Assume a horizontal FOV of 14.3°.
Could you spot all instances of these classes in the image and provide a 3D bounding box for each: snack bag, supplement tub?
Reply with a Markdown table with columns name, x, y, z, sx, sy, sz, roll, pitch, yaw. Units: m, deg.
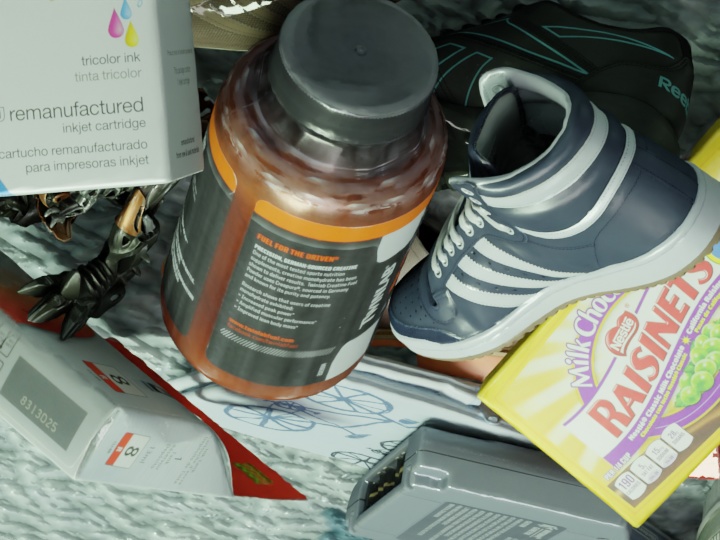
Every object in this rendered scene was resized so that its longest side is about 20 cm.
| name | x | y | z | sx | sy | sz | roll | pitch | yaw |
| --- | --- | --- | --- | --- | --- | --- | --- | --- | --- |
| snack bag | 0.018 | 0.080 | 1.519 | 0.200 | 0.021 | 0.189 | 18 | 163 | -22 |
| supplement tub | -0.023 | -0.035 | 1.293 | 0.107 | 0.107 | 0.200 | 11 | 143 | -9 |

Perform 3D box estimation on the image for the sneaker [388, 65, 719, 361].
| name | x | y | z | sx | sy | sz | roll | pitch | yaw |
| --- | --- | --- | --- | --- | --- | --- | --- | --- | --- |
| sneaker | 0.058 | -0.026 | 1.284 | 0.108 | 0.070 | 0.200 | 34 | 145 | -29 |

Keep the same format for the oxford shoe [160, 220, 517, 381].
| name | x | y | z | sx | sy | sz | roll | pitch | yaw |
| --- | --- | --- | --- | --- | --- | --- | --- | --- | --- |
| oxford shoe | 0.000 | 0.000 | 1.461 | 0.200 | 0.071 | 0.073 | 10 | 112 | -4 |

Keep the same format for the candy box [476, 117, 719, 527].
| name | x | y | z | sx | sy | sz | roll | pitch | yaw |
| --- | --- | --- | --- | --- | --- | --- | --- | --- | --- |
| candy box | 0.153 | 0.019 | 1.328 | 0.102 | 0.026 | 0.200 | 40 | 115 | 0 |

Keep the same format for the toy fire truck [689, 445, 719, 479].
| name | x | y | z | sx | sy | sz | roll | pitch | yaw |
| --- | --- | --- | --- | --- | --- | --- | --- | --- | --- |
| toy fire truck | 0.138 | 0.018 | 1.429 | 0.049 | 0.141 | 0.200 | 2 | 104 | 29 |

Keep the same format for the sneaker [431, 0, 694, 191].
| name | x | y | z | sx | sy | sz | roll | pitch | yaw |
| --- | --- | --- | --- | --- | --- | --- | --- | --- | --- |
| sneaker | 0.063 | -0.082 | 1.343 | 0.200 | 0.079 | 0.075 | 8 | 149 | 24 |

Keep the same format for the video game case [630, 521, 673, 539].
| name | x | y | z | sx | sy | sz | roll | pitch | yaw |
| --- | --- | --- | --- | --- | --- | --- | --- | --- | --- |
| video game case | 0.191 | 0.240 | 1.628 | 0.023 | 0.182 | 0.200 | -30 | 130 | 32 |

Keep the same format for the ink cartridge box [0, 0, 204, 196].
| name | x | y | z | sx | sy | sz | roll | pitch | yaw |
| --- | --- | --- | --- | --- | --- | --- | --- | --- | --- |
| ink cartridge box | -0.149 | -0.132 | 1.196 | 0.144 | 0.200 | 0.085 | -4 | -176 | 7 |

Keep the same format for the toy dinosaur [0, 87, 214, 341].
| name | x | y | z | sx | sy | sz | roll | pitch | yaw |
| --- | --- | --- | --- | --- | --- | --- | --- | --- | --- |
| toy dinosaur | -0.114 | -0.048 | 1.340 | 0.200 | 0.102 | 0.136 | 17 | 125 | -36 |

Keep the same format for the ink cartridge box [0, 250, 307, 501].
| name | x | y | z | sx | sy | sz | roll | pitch | yaw |
| --- | --- | --- | --- | --- | --- | --- | --- | --- | --- |
| ink cartridge box | -0.122 | 0.050 | 1.423 | 0.200 | 0.162 | 0.050 | 9 | 114 | -56 |

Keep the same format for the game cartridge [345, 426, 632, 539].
| name | x | y | z | sx | sy | sz | roll | pitch | yaw |
| --- | --- | --- | --- | --- | --- | --- | --- | --- | --- |
| game cartridge | 0.074 | 0.127 | 1.541 | 0.133 | 0.041 | 0.200 | 17 | 164 | -7 |

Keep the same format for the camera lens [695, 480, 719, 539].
| name | x | y | z | sx | sy | sz | roll | pitch | yaw |
| --- | --- | --- | --- | --- | --- | --- | --- | --- | --- |
| camera lens | 0.262 | 0.212 | 1.575 | 0.160 | 0.200 | 0.160 | 2 | 140 | 1 |

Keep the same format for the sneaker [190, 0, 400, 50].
| name | x | y | z | sx | sy | sz | roll | pitch | yaw |
| --- | --- | --- | --- | --- | --- | --- | --- | --- | --- |
| sneaker | -0.031 | -0.138 | 1.296 | 0.200 | 0.071 | 0.076 | -4 | 157 | 17 |
